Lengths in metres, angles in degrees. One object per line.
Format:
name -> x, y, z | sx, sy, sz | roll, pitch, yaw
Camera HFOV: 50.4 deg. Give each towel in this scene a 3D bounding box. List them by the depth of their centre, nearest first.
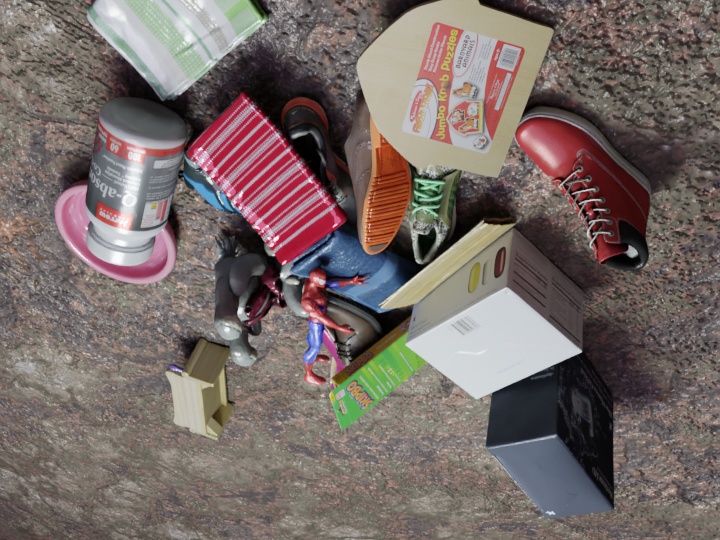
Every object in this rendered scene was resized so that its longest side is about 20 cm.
towel -> -0.222, -0.301, 0.908 | 0.197, 0.031, 0.149 | -24, 124, 36
towel -> -0.120, -0.109, 0.964 | 0.143, 0.023, 0.201 | -28, 108, 41
towel -> 0.000, 0.000, 1.086 | 0.110, 0.050, 0.198 | -27, 138, 36

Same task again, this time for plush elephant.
plush elephant -> -0.132, 0.024, 1.131 | 0.150, 0.204, 0.166 | -10, 149, -3

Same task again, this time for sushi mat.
sushi mat -> 0.115, -0.008, 1.029 | 0.199, 0.095, 0.012 | -41, 71, 30

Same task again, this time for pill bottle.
pill bottle -> -0.307, -0.116, 1.029 | 0.113, 0.117, 0.203 | 20, 120, -3

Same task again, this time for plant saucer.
plant saucer -> -0.373, -0.067, 1.188 | 0.195, 0.052, 0.203 | 10, 137, 9

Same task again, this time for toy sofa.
toy sofa -> -0.297, 0.221, 1.435 | 0.095, 0.084, 0.203 | 17, 138, 9

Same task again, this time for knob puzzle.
knob puzzle -> 0.090, -0.211, 0.854 | 0.213, 0.031, 0.225 | 0, 122, 0

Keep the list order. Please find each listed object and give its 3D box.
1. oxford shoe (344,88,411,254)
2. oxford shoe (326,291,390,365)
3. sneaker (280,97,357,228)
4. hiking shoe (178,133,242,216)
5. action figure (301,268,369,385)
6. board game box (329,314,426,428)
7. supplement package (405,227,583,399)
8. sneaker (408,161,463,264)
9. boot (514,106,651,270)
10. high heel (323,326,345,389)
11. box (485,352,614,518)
oxford shoe -> 0.017, -0.123, 0.942 | 0.072, 0.070, 0.205 | 25, 116, 44
oxford shoe -> -0.010, 0.102, 1.177 | 0.072, 0.085, 0.200 | 15, 157, 51
sneaker -> -0.053, -0.118, 0.987 | 0.075, 0.083, 0.202 | -18, 128, 14
hiking shoe -> -0.159, -0.109, 1.062 | 0.198, 0.075, 0.087 | 35, 144, -3
action figure -> -0.036, 0.075, 1.073 | 0.096, 0.066, 0.203 | 2, 134, 3
board game box -> 0.033, 0.153, 1.182 | 0.030, 0.199, 0.097 | 34, 152, 39
supplement package -> 0.188, 0.066, 1.079 | 0.155, 0.112, 0.199 | 37, 134, -20
sneaker -> 0.091, -0.088, 0.971 | 0.075, 0.090, 0.203 | 5, 136, 14
boot -> 0.253, -0.089, 0.872 | 0.197, 0.146, 0.072 | 32, 138, -13
high heel -> -0.050, 0.137, 1.273 | 0.094, 0.069, 0.201 | -16, 141, 20
box -> 0.289, 0.224, 1.140 | 0.115, 0.203, 0.197 | -19, 127, 34
